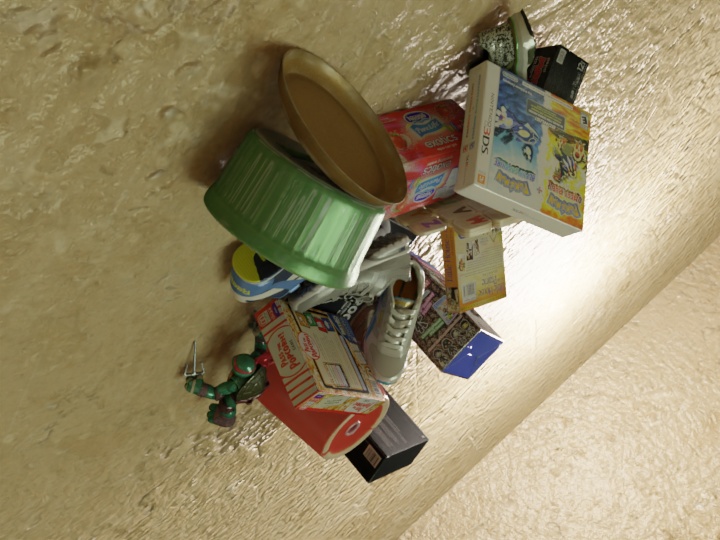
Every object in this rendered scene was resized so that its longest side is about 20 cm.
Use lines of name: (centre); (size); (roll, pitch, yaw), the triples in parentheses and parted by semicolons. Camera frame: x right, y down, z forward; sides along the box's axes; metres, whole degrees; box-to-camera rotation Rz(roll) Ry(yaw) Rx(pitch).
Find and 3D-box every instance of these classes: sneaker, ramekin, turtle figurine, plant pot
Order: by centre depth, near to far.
plant pot: (-0.022, -0.149, 0.943); (0.027, 0.202, 0.199); (-34, 161, 24)
ramekin: (-0.068, -0.075, 0.984); (0.098, 0.199, 0.199); (-58, 153, 13)
sneaker: (-0.095, -0.014, 1.182); (0.198, 0.074, 0.083); (-19, 151, -35)
sneaker: (0.189, -0.285, 1.229); (0.087, 0.078, 0.201); (-8, 153, 0)
sneaker: (-0.007, 0.020, 1.238); (0.198, 0.075, 0.083); (-24, 109, -17)
turtle figurine: (-0.182, 0.152, 1.275); (0.149, 0.101, 0.201); (-31, 158, -26)
sneaker: (0.053, 0.079, 1.381); (0.081, 0.075, 0.203); (121, -20, -74)
plant pot: (-0.060, 0.194, 1.422); (0.199, 0.177, 0.201); (-34, 153, -20)
sneaker: (0.014, 0.131, 1.559); (0.070, 0.076, 0.201); (-26, 150, -34)

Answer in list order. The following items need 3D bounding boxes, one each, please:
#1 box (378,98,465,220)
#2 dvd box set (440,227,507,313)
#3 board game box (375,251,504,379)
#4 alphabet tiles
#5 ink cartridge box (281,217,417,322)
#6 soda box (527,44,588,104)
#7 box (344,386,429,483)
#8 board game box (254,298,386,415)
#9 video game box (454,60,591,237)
box: (0.075, -0.153, 1.193); (0.199, 0.095, 0.103); (-22, 147, -39)
dvd box set: (0.182, -0.043, 1.405); (0.145, 0.029, 0.203); (-14, 101, -48)
board game box: (0.132, 0.077, 1.507); (0.097, 0.200, 0.159); (-46, 155, 9)
alphabet tiles: (0.138, -0.099, 1.256); (0.193, 0.200, 0.015); (-17, 119, -21)
ink cartridge box: (0.000, 0.000, 1.358); (0.199, 0.043, 0.199); (-51, 150, 12)
soda box: (0.262, -0.227, 1.294); (0.063, 0.071, 0.202); (23, 86, -26)
box: (0.010, 0.283, 1.637); (0.140, 0.200, 0.079); (-9, 138, -49)
board game box: (-0.054, 0.128, 1.260); (0.046, 0.153, 0.199); (-35, 154, 18)
video game box: (0.225, -0.162, 1.188); (0.198, 0.185, 0.047); (18, 162, -28)
